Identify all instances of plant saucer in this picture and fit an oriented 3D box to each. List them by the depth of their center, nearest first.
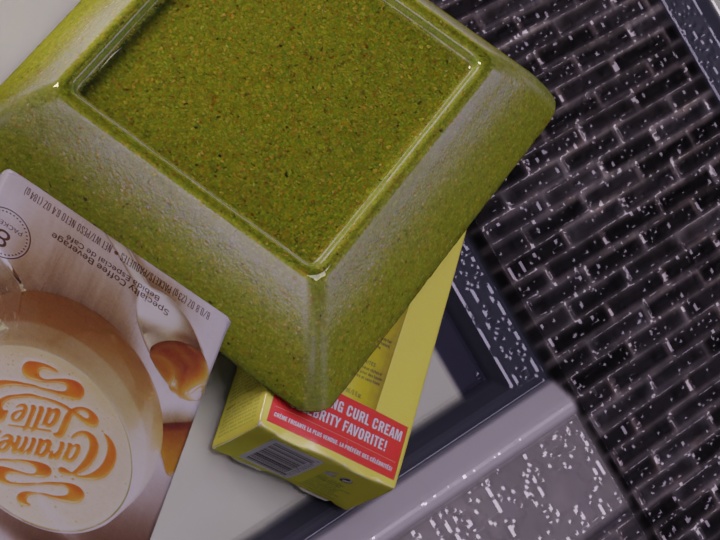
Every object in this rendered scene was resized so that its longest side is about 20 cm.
[{"bbox_3d":[-0.038,-0.073,0.944,0.199,0.048,0.200,36,64,6],"label":"plant saucer"}]

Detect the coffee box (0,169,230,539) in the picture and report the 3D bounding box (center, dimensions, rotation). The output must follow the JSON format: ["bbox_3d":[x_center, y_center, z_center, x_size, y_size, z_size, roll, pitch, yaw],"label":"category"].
[{"bbox_3d":[-0.136,0.078,0.818,0.114,0.080,0.201,34,46,-19],"label":"coffee box"}]

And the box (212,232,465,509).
[{"bbox_3d":[0.000,0.000,0.983,0.075,0.050,0.201,27,62,-19],"label":"box"}]
